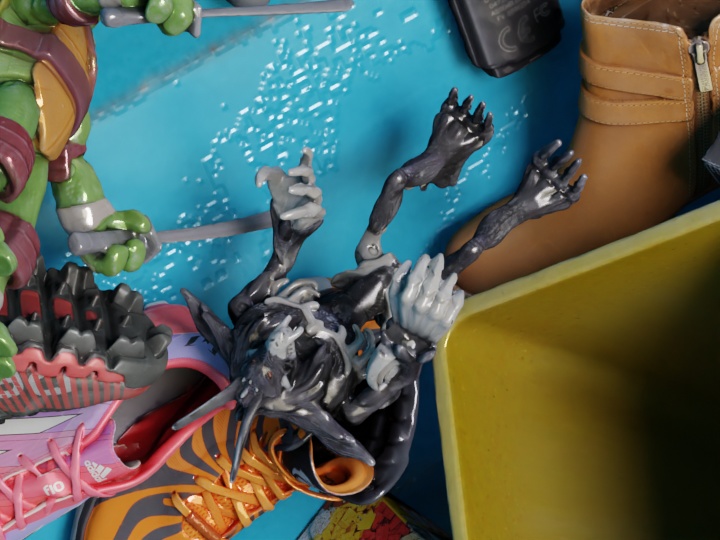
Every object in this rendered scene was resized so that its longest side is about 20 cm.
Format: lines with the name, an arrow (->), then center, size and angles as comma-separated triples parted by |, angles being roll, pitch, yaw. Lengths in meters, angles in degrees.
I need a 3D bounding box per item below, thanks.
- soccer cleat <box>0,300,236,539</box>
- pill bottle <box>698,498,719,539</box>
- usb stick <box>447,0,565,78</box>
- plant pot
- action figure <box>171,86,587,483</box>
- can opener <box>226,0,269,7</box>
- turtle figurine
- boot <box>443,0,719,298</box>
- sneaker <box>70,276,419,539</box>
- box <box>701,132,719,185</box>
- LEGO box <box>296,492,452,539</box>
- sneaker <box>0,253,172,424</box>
soccer cleat -> -0.143, 0.089, 0.975 | 0.200, 0.076, 0.067 | -36, 119, -5
pill bottle -> 0.229, 0.138, 1.146 | 0.200, 0.112, 0.112 | -18, 115, -18
usb stick -> 0.046, -0.185, 0.990 | 0.055, 0.033, 0.200 | -32, 119, -18
plant pot -> 0.176, 0.099, 0.977 | 0.200, 0.194, 0.196 | 15, 61, -46
action figure -> 0.000, 0.000, 0.928 | 0.200, 0.119, 0.102 | -44, 159, -22
can opener -> -0.038, -0.210, 0.927 | 0.053, 0.066, 0.200 | 10, 110, -24
turtle figurine -> -0.102, -0.048, 0.876 | 0.200, 0.144, 0.194 | 38, 48, -17
boot -> 0.117, -0.067, 1.001 | 0.200, 0.074, 0.155 | -22, 141, 1
sneaker -> -0.053, 0.093, 1.000 | 0.078, 0.112, 0.200 | 41, 89, -30
box -> 0.252, -0.067, 1.005 | 0.160, 0.044, 0.200 | -57, 142, -4
LEGO box -> 0.069, 0.203, 1.075 | 0.200, 0.149, 0.077 | 37, 91, -31
sneaker -> -0.185, 0.044, 0.934 | 0.200, 0.071, 0.098 | 4, 120, -11
